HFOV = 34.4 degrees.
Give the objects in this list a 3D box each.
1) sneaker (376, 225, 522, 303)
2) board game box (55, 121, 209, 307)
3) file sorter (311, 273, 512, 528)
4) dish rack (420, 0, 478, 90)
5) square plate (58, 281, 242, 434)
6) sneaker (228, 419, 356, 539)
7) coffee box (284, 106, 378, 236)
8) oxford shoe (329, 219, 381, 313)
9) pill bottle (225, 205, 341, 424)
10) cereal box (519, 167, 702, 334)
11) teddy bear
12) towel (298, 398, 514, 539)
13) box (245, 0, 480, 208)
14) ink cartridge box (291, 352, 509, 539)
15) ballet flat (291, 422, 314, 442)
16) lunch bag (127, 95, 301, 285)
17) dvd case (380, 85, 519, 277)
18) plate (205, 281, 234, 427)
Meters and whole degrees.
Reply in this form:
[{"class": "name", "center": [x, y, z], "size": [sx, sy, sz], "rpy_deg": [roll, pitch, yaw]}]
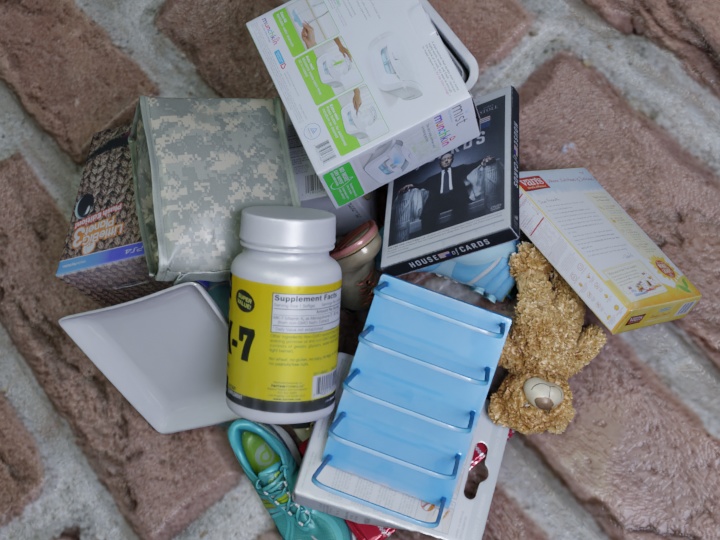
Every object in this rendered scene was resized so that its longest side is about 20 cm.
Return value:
[{"class": "sneaker", "center": [0.102, -0.007, 1.284], "size": [0.199, 0.130, 0.080], "rpy_deg": [-8, 50, 55]}, {"class": "board game box", "center": [-0.253, -0.072, 1.382], "size": [0.158, 0.097, 0.202], "rpy_deg": [-12, 57, 31]}, {"class": "file sorter", "center": [0.049, 0.123, 1.110], "size": [0.137, 0.123, 0.202], "rpy_deg": [19, 95, 6]}, {"class": "dish rack", "center": [0.019, -0.229, 1.291], "size": [0.171, 0.044, 0.201], "rpy_deg": [-34, 67, -4]}, {"class": "square plate", "center": [-0.198, 0.095, 1.268], "size": [0.196, 0.201, 0.029], "rpy_deg": [-14, 37, 30]}, {"class": "sneaker", "center": [-0.082, 0.241, 1.251], "size": [0.077, 0.080, 0.200], "rpy_deg": [-42, 64, 0]}, {"class": "coffee box", "center": [-0.035, -0.154, 1.362], "size": [0.079, 0.113, 0.202], "rpy_deg": [-9, 67, 16]}, {"class": "oxford shoe", "center": [0.000, 0.000, 1.254], "size": [0.070, 0.200, 0.075], "rpy_deg": [-37, 87, -12]}, {"class": "pill bottle", "center": [-0.076, 0.042, 1.162], "size": [0.113, 0.114, 0.202], "rpy_deg": [7, 101, 22]}, {"class": "cereal box", "center": [0.245, -0.026, 1.204], "size": [0.201, 0.143, 0.040], "rpy_deg": [53, 128, 28]}, {"class": "teddy bear", "center": [0.191, 0.069, 1.199], "size": [0.067, 0.144, 0.201], "rpy_deg": [-2, 59, 58]}, {"class": "towel", "center": [0.046, 0.184, 1.246], "size": [0.199, 0.023, 0.145], "rpy_deg": [-37, 62, -7]}, {"class": "box", "center": [0.003, -0.201, 1.208], "size": [0.175, 0.097, 0.201], "rpy_deg": [-27, 68, 1]}, {"class": "ink cartridge box", "center": [0.045, 0.191, 1.216], "size": [0.198, 0.047, 0.161], "rpy_deg": [17, 66, 3]}, {"class": "ballet flat", "center": [-0.060, 0.100, 1.273], "size": [0.066, 0.057, 0.202], "rpy_deg": [-7, 97, -6]}, {"class": "lunch bag", "center": [-0.155, -0.077, 1.248], "size": [0.162, 0.118, 0.202], "rpy_deg": [-3, 66, -21]}, {"class": "dvd case", "center": [0.096, -0.094, 1.213], "size": [0.149, 0.025, 0.202], "rpy_deg": [-18, 46, 27]}, {"class": "plate", "center": [-0.142, 0.081, 1.332], "size": [0.198, 0.026, 0.203], "rpy_deg": [-1, 87, 19]}]
